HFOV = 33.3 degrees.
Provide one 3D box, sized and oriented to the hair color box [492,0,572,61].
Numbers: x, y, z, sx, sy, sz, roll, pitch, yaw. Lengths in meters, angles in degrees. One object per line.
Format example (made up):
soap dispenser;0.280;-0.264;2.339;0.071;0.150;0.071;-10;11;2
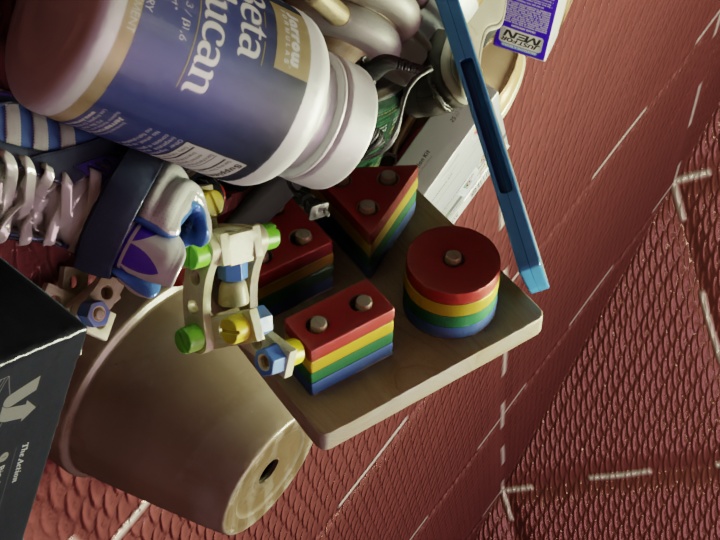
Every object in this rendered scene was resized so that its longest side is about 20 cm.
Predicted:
hair color box;0.186;-0.318;1.179;0.201;0.064;0.110;97;16;-56

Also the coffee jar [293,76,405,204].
coffee jar;-0.035;-0.083;1.023;0.104;0.085;0.201;-35;151;-52

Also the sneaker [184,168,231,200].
sneaker;-0.103;-0.103;0.839;0.076;0.077;0.200;-48;161;-27

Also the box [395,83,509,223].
box;0.076;-0.087;1.127;0.156;0.041;0.200;-54;169;0

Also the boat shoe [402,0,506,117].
boat shoe;0.077;-0.202;1.020;0.067;0.057;0.201;50;39;-29

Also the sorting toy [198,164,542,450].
sorting toy;0.000;0.000;0.883;0.198;0.200;0.070;-26;141;-24

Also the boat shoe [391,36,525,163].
boat shoe;0.101;-0.166;1.237;0.200;0.074;0.069;-53;167;-6

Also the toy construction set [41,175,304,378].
toy construction set;-0.131;0.005;0.820;0.092;0.199;0.132;-25;111;-58

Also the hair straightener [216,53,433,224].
hair straightener;-0.024;-0.071;0.794;0.199;0.077;0.041;-32;157;33

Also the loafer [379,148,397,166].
loafer;-0.021;-0.039;1.153;0.201;0.069;0.075;-56;161;-1

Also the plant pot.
plant pot;-0.135;0.112;0.966;0.200;0.173;0.200;-48;159;-25

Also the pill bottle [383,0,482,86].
pill bottle;0.054;-0.249;0.925;0.201;0.114;0.114;-57;161;2

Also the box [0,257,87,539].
box;-0.282;0.106;0.680;0.200;0.117;0.198;-25;144;-55

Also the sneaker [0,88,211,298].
sneaker;-0.168;-0.038;0.676;0.200;0.146;0.081;-18;139;-61

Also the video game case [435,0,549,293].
video game case;0.096;-0.088;0.864;0.018;0.201;0.143;-17;170;9

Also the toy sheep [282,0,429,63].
toy sheep;-0.012;-0.209;0.816;0.138;0.137;0.201;39;66;-71

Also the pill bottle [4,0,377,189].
pill bottle;-0.088;-0.113;0.687;0.199;0.111;0.112;18;108;-40
